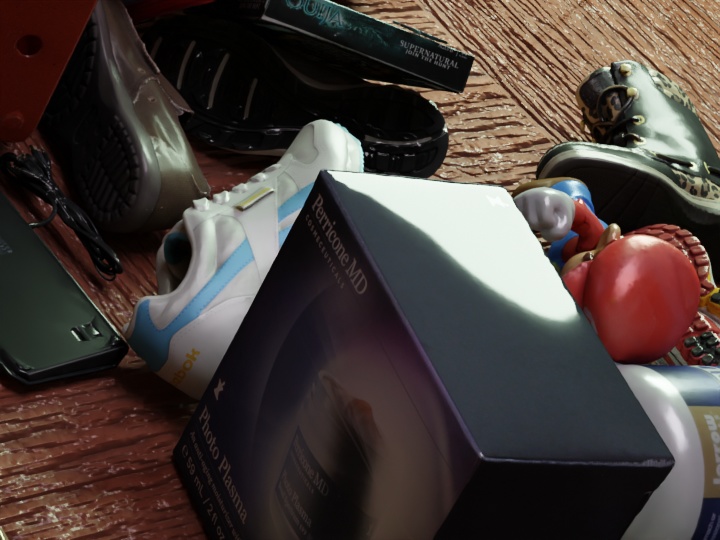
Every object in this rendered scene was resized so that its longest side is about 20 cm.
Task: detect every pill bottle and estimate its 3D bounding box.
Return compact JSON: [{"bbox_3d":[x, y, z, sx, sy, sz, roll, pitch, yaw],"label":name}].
[{"bbox_3d":[0.168,0.112,1.470,0.199,0.120,0.120,2,41,-37],"label":"pill bottle"}]

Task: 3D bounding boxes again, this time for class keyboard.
[{"bbox_3d":[-0.193,-0.017,1.450,0.127,0.021,0.200,-15,54,-42],"label":"keyboard"}]

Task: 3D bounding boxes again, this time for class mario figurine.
[{"bbox_3d":[0.120,0.008,1.543,0.123,0.107,0.200,24,10,-12],"label":"mario figurine"}]

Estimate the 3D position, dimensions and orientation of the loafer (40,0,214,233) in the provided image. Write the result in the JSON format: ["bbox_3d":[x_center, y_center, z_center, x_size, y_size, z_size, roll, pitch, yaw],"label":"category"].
[{"bbox_3d":[-0.139,-0.089,1.558,0.071,0.073,0.201,18,37,-38],"label":"loafer"}]

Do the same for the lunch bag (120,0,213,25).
[{"bbox_3d":[-0.068,-0.232,1.626,0.200,0.176,0.082,-41,107,-31],"label":"lunch bag"}]

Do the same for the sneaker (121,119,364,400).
[{"bbox_3d":[-0.059,-0.017,1.450,0.080,0.077,0.201,32,49,-7],"label":"sneaker"}]

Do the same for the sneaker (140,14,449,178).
[{"bbox_3d":[-0.045,-0.100,1.653,0.199,0.074,0.079,20,2,-5],"label":"sneaker"}]

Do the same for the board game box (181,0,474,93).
[{"bbox_3d":[-0.024,-0.148,1.664,0.135,0.028,0.200,19,0,-19],"label":"board game box"}]

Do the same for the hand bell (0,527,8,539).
[{"bbox_3d":[-0.113,0.171,1.213,0.199,0.104,0.104,17,31,-44],"label":"hand bell"}]

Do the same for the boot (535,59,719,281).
[{"bbox_3d":[0.178,-0.075,1.782,0.199,0.073,0.151,13,37,-32],"label":"boot"}]

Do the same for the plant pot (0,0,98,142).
[{"bbox_3d":[-0.235,-0.187,1.485,0.199,0.200,0.177,12,38,-27],"label":"plant pot"}]

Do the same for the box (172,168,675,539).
[{"bbox_3d":[0.022,0.090,1.305,0.123,0.199,0.200,5,39,-34],"label":"box"}]

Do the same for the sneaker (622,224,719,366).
[{"bbox_3d":[0.198,0.041,1.649,0.077,0.083,0.200,-26,38,-12],"label":"sneaker"}]
